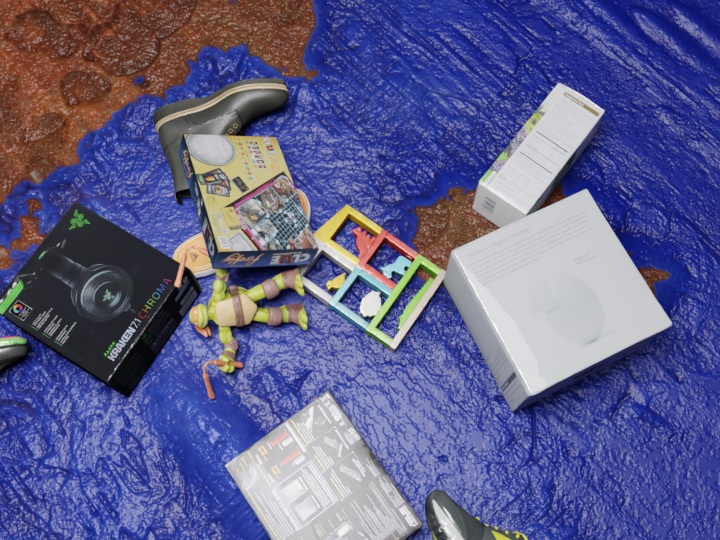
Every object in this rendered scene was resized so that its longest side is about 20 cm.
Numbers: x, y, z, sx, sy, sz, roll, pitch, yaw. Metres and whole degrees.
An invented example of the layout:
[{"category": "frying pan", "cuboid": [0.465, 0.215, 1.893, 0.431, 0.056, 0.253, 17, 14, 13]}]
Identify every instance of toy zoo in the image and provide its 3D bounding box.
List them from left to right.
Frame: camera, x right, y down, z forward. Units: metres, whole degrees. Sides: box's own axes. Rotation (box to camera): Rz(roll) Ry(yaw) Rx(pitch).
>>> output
[{"category": "toy zoo", "cuboid": [0.000, 0.000, 1.058, 0.199, 0.020, 0.132, 35, 73, 8]}]

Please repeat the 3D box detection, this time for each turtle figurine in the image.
[{"category": "turtle figurine", "cuboid": [-0.152, 0.058, 1.013, 0.160, 0.064, 0.202, -8, 101, -13]}]

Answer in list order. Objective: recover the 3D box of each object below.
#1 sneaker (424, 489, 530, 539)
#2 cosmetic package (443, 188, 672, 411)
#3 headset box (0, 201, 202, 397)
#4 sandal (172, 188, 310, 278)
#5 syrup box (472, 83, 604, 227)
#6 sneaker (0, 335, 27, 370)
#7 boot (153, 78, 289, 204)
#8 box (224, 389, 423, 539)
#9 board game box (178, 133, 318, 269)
[{"category": "sneaker", "cuboid": [0.157, 0.331, 0.921, 0.084, 0.075, 0.200, -38, 83, -19]}, {"category": "cosmetic package", "cuboid": [0.240, 0.039, 0.995, 0.198, 0.123, 0.201, -24, 72, -8]}, {"category": "headset box", "cuboid": [-0.341, 0.033, 1.015, 0.199, 0.093, 0.175, 30, 72, 11]}, {"category": "sandal", "cuboid": [-0.160, -0.053, 1.064, 0.205, 0.059, 0.080, -28, 72, -10]}, {"category": "syrup box", "cuboid": [0.247, -0.154, 1.090, 0.081, 0.079, 0.200, 35, 74, 13]}, {"category": "sneaker", "cuboid": [-0.499, 0.157, 0.990, 0.200, 0.077, 0.084, -40, 92, -10]}, {"category": "boot", "cuboid": [-0.184, -0.182, 1.113, 0.198, 0.077, 0.140, -18, 75, 7]}, {"category": "box", "cuboid": [-0.044, 0.273, 0.947, 0.157, 0.050, 0.200, -35, 73, -12]}, {"category": "board game box", "cuboid": [-0.147, -0.093, 1.016, 0.134, 0.035, 0.201, -2, 54, -29]}]
